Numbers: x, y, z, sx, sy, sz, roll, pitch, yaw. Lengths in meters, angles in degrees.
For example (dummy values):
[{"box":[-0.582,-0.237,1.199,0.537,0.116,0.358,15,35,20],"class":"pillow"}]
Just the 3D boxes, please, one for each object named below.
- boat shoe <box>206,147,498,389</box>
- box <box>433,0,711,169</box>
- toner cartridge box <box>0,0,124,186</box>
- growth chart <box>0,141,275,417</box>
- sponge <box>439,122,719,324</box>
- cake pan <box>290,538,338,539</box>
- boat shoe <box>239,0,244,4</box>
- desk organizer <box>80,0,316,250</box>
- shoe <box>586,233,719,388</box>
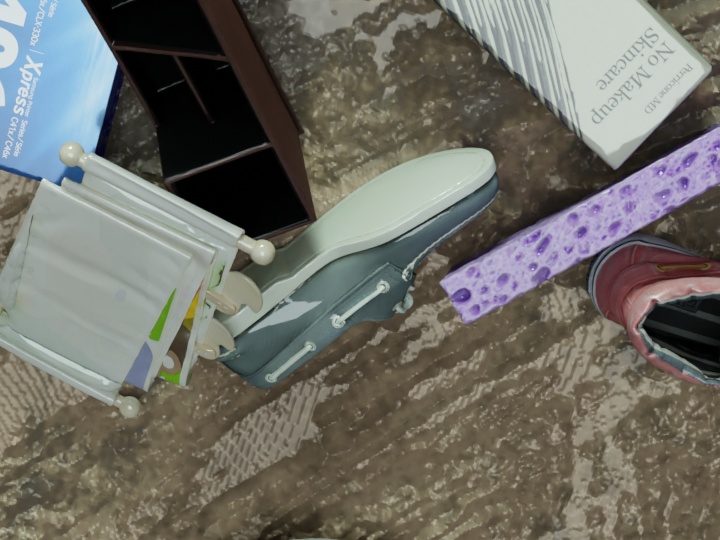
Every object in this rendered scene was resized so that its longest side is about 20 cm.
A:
[{"box":[0.000,0.000,1.048,0.200,0.073,0.062,-32,114,11],"class":"boat shoe"},{"box":[0.092,-0.153,1.003,0.200,0.068,0.082,41,101,-7],"class":"box"},{"box":[-0.171,-0.152,1.025,0.095,0.043,0.201,15,103,-3],"class":"toner cartridge box"},{"box":[-0.138,0.013,1.025,0.144,0.018,0.200,33,136,-8],"class":"growth chart"},{"box":[0.139,-0.033,1.007,0.200,0.112,0.030,-30,90,8],"class":"sponge"},{"box":[-0.032,0.257,1.094,0.199,0.037,0.201,0,91,-11],"class":"cake pan"},{"box":[-0.030,-0.209,0.990,0.065,0.074,0.202,38,95,7],"class":"boat shoe"},{"box":[-0.090,-0.103,0.965,0.071,0.077,0.200,-20,137,7],"class":"desk organizer"},{"box":[0.227,0.037,1.018,0.199,0.091,0.072,15,107,-13],"class":"shoe"}]
